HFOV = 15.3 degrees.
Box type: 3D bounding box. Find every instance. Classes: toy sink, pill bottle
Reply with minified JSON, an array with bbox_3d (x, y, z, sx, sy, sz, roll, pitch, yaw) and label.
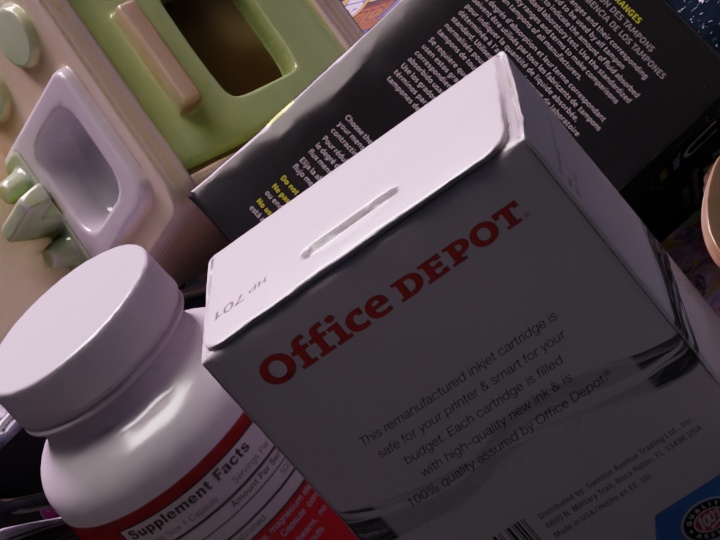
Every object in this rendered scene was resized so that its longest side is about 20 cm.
[{"bbox_3d":[-0.101,-0.069,1.204,0.199,0.131,0.112,-28,-14,-35],"label":"toy sink"},{"bbox_3d":[-0.058,0.090,1.106,0.112,0.200,0.112,-34,22,16],"label":"pill bottle"}]

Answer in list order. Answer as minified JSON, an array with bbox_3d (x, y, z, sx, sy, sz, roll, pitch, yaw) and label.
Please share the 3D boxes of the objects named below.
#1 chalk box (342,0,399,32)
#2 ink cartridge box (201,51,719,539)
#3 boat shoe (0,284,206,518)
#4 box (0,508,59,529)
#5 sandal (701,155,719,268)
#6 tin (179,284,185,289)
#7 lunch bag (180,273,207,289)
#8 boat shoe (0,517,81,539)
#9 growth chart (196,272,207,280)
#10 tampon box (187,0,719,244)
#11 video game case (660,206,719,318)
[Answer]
[{"bbox_3d":[0.078,-0.102,1.354,0.200,0.125,0.124,-9,37,56],"label":"chalk box"},{"bbox_3d":[0.057,0.044,0.999,0.146,0.200,0.086,-34,22,16],"label":"ink cartridge box"},{"bbox_3d":[-0.098,0.057,1.184,0.199,0.075,0.062,-18,15,-33],"label":"boat shoe"},{"bbox_3d":[-0.239,0.093,1.318,0.200,0.149,0.124,33,28,31],"label":"box"},{"bbox_3d":[0.176,-0.025,1.100,0.070,0.077,0.212,-64,-3,38],"label":"sandal"},{"bbox_3d":[-0.113,-0.045,1.316,0.042,0.112,0.201,-4,52,26],"label":"tin"},{"bbox_3d":[-0.133,0.040,1.401,0.199,0.077,0.161,-3,60,33],"label":"lunch bag"},{"bbox_3d":[-0.087,0.124,1.193,0.199,0.070,0.066,-12,14,-32],"label":"boat shoe"},{"bbox_3d":[0.000,0.000,1.276,0.145,0.018,0.200,-47,52,7],"label":"growth chart"},{"bbox_3d":[0.052,-0.041,1.148,0.200,0.126,0.150,-42,-14,-2],"label":"tampon box"},{"bbox_3d":[0.148,-0.001,1.185,0.199,0.018,0.143,-32,23,23],"label":"video game case"}]
